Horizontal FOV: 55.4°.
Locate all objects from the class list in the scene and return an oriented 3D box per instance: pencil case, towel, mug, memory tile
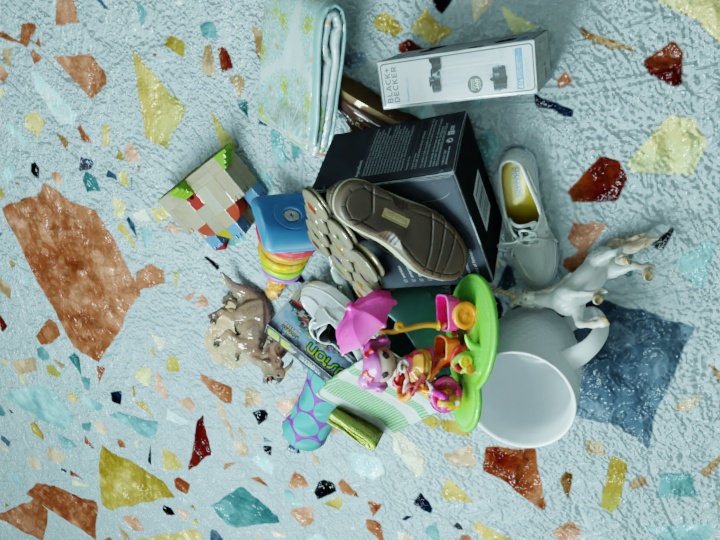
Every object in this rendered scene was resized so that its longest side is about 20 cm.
[{"bbox_3d":[-0.077,0.225,1.198,0.091,0.085,0.202,21,120,-2],"label":"pencil case"},{"bbox_3d":[0.038,0.182,0.994,0.151,0.024,0.200,32,144,-16],"label":"towel"},{"bbox_3d":[0.251,0.118,0.939,0.199,0.176,0.148,-37,97,33],"label":"mug"},{"bbox_3d":[0.002,0.241,1.109,0.086,0.200,0.018,35,95,8],"label":"towel"},{"bbox_3d":[0.085,0.096,1.040,0.153,0.114,0.185,59,156,-1],"label":"mug"},{"bbox_3d":[-0.025,-0.024,0.915,0.154,0.017,0.200,48,168,11],"label":"memory tile"},{"bbox_3d":[-0.089,-0.282,0.953,0.171,0.048,0.203,38,129,43],"label":"towel"}]

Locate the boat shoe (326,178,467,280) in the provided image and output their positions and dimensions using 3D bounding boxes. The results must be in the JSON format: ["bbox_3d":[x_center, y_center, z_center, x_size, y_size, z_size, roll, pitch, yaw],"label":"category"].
[{"bbox_3d":[0.045,-0.055,0.835,0.201,0.075,0.075,33,86,-28],"label":"boat shoe"}]

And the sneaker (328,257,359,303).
[{"bbox_3d":[0.000,0.000,1.079,0.078,0.078,0.202,-13,114,14],"label":"sneaker"}]

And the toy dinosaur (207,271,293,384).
[{"bbox_3d":[-0.184,0.095,1.197,0.133,0.086,0.203,-10,92,17],"label":"toy dinosaur"}]

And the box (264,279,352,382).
[{"bbox_3d":[-0.046,0.119,1.120,0.199,0.110,0.035,38,150,4],"label":"box"}]

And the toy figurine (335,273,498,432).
[{"bbox_3d":[0.057,0.100,0.860,0.181,0.150,0.204,4,90,-15],"label":"toy figurine"}]

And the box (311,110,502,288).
[{"bbox_3d":[0.070,-0.085,0.926,0.194,0.125,0.201,-5,137,25],"label":"box"}]

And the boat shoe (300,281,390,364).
[{"bbox_3d":[-0.040,0.084,1.042,0.199,0.068,0.073,37,147,37],"label":"boat shoe"}]

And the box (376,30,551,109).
[{"bbox_3d":[0.132,-0.253,0.866,0.197,0.117,0.061,0,113,26],"label":"box"}]

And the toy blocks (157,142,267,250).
[{"bbox_3d":[-0.232,-0.107,1.128,0.199,0.100,0.137,-29,110,33],"label":"toy blocks"}]

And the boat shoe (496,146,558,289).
[{"bbox_3d":[0.222,-0.060,0.927,0.074,0.086,0.205,-4,110,26],"label":"boat shoe"}]

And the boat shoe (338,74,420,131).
[{"bbox_3d":[0.018,-0.206,0.966,0.199,0.070,0.071,34,123,7],"label":"boat shoe"}]

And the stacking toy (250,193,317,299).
[{"bbox_3d":[-0.126,-0.019,1.111,0.201,0.108,0.117,110,147,-46],"label":"stacking toy"}]

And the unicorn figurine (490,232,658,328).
[{"bbox_3d":[0.285,0.020,0.893,0.198,0.137,0.075,-26,106,-13],"label":"unicorn figurine"}]
